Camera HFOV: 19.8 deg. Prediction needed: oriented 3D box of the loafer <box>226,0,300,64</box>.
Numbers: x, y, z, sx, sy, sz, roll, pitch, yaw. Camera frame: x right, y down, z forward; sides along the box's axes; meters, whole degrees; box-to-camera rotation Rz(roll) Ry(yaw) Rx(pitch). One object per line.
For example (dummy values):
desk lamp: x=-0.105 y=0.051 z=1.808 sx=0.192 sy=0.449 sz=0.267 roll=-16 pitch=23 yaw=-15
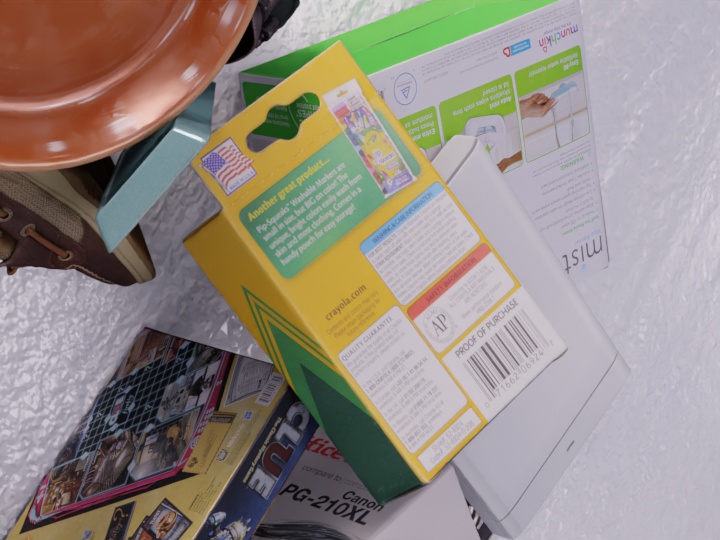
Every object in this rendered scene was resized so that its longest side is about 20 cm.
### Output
loafer: x=-0.085 y=-0.122 z=1.064 sx=0.072 sy=0.063 sz=0.200 roll=-52 pitch=164 yaw=26

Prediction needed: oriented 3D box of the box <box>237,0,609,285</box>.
box: x=0.044 y=-0.056 z=1.214 sx=0.199 sy=0.096 sz=0.178 roll=-26 pitch=116 yaw=-37

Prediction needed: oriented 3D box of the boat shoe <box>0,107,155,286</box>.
boat shoe: x=-0.164 y=-0.036 z=1.030 sx=0.071 sy=0.073 sz=0.200 roll=-26 pitch=157 yaw=6

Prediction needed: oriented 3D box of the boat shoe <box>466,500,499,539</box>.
boat shoe: x=0.046 y=0.148 z=1.278 sx=0.060 sy=0.074 sz=0.202 roll=20 pitch=92 yaw=-48

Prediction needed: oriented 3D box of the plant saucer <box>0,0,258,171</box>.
plant saucer: x=-0.133 y=-0.139 z=0.883 sx=0.199 sy=0.032 sz=0.202 roll=-15 pitch=124 yaw=-23

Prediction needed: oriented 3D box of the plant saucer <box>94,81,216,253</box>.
plant saucer: x=-0.100 y=-0.059 z=1.013 sx=0.019 sy=0.200 sz=0.070 roll=41 pitch=97 yaw=-9

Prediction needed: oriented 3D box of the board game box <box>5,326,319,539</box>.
board game box: x=-0.117 y=0.131 z=1.073 sx=0.035 sy=0.135 sz=0.201 roll=47 pitch=68 yaw=-38

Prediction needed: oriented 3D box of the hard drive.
hard drive: x=0.071 y=0.041 z=1.175 sx=0.132 sy=0.027 sz=0.200 roll=-52 pitch=126 yaw=-21

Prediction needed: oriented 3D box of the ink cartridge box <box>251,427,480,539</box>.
ink cartridge box: x=-0.048 y=0.179 z=1.141 sx=0.200 sy=0.144 sz=0.085 roll=-38 pitch=122 yaw=-32

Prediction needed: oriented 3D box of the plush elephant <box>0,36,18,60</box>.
plush elephant: x=-0.190 y=-0.173 z=0.948 sx=0.199 sy=0.165 sz=0.155 roll=32 pitch=115 yaw=-10

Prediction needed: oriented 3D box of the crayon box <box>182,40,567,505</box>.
crayon box: x=0.000 y=0.000 z=1.054 sx=0.126 sy=0.051 sz=0.201 roll=-39 pitch=94 yaw=-36
